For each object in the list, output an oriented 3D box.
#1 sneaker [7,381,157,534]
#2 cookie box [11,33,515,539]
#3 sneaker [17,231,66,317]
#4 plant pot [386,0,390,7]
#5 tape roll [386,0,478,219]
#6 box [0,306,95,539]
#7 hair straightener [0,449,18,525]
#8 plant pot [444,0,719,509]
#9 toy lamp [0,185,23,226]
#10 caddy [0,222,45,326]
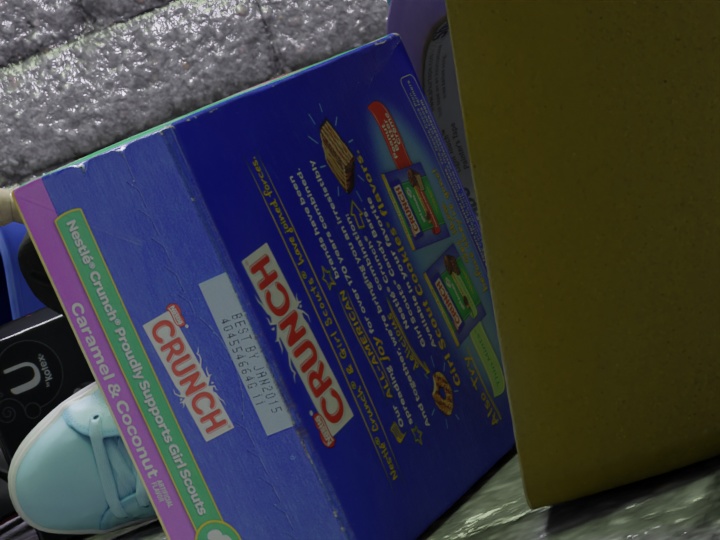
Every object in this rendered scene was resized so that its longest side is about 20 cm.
[{"bbox_3d":[-0.071,0.069,1.017,0.199,0.074,0.082,-22,0,2],"label":"sneaker"},{"bbox_3d":[-0.020,0.014,0.846,0.075,0.172,0.200,-22,4,27],"label":"cookie box"},{"bbox_3d":[-0.057,-0.031,1.066,0.199,0.076,0.116,-3,42,5],"label":"sneaker"},{"bbox_3d":[0.136,-0.123,1.456,0.141,0.201,0.141,-18,7,33],"label":"plant pot"},{"bbox_3d":[0.100,-0.073,1.087,0.085,0.201,0.200,-24,6,-24],"label":"tape roll"},{"bbox_3d":[-0.088,0.047,1.145,0.199,0.107,0.122,-23,5,-5],"label":"box"},{"bbox_3d":[-0.145,0.087,1.270,0.199,0.041,0.077,-16,-35,-54],"label":"hair straightener"},{"bbox_3d":[0.135,-0.046,0.795,0.175,0.202,0.200,-8,7,10],"label":"plant pot"},{"bbox_3d":[-0.142,-0.038,1.180,0.198,0.059,0.058,-8,3,-7],"label":"toy lamp"},{"bbox_3d":[-0.238,0.047,1.342,0.141,0.202,0.105,-17,-11,32],"label":"caddy"}]
